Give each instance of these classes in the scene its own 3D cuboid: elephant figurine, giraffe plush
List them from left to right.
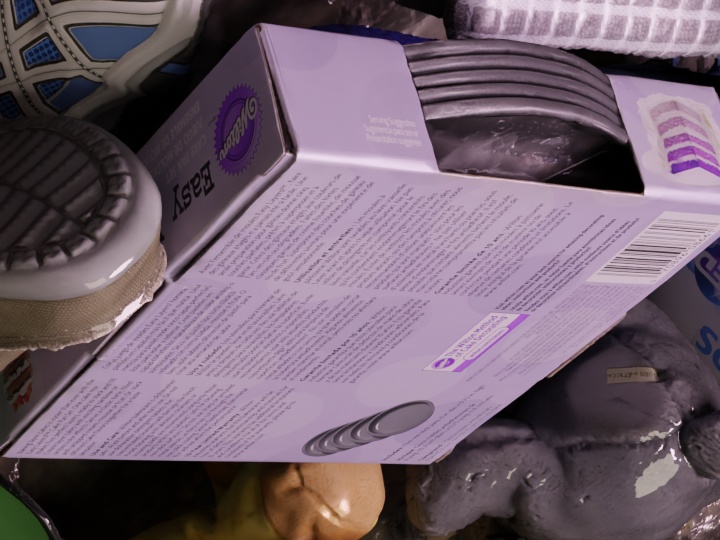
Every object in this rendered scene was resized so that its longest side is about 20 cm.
[{"bbox_3d":[-0.084,0.135,0.907,0.162,0.173,0.200,-7,173,-17],"label":"giraffe plush"},{"bbox_3d":[0.086,0.090,0.951,0.141,0.155,0.200,-22,141,-4],"label":"elephant figurine"}]

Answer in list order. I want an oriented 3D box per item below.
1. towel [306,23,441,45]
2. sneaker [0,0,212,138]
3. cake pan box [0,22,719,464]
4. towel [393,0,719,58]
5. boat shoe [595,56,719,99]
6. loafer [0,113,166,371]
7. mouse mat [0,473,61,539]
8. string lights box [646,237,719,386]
[{"bbox_3d":[-0.030,-0.011,0.810,0.147,0.050,0.200,2,150,-46],"label":"towel"},{"bbox_3d":[-0.098,-0.082,0.705,0.077,0.076,0.200,7,148,-23],"label":"sneaker"},{"bbox_3d":[0.000,0.000,0.745,0.184,0.052,0.200,1,150,-36],"label":"cake pan box"},{"bbox_3d":[0.104,-0.158,0.822,0.200,0.086,0.166,-2,126,-36],"label":"towel"},{"bbox_3d":[0.124,-0.061,0.942,0.200,0.069,0.084,13,108,-45],"label":"boat shoe"},{"bbox_3d":[-0.121,0.002,0.712,0.075,0.200,0.070,-47,120,-30],"label":"loafer"},{"bbox_3d":[-0.146,0.088,0.778,0.008,0.161,0.200,-45,154,-27],"label":"mouse mat"},{"bbox_3d":[0.190,-0.032,0.869,0.059,0.103,0.200,-13,139,-37],"label":"string lights box"}]
